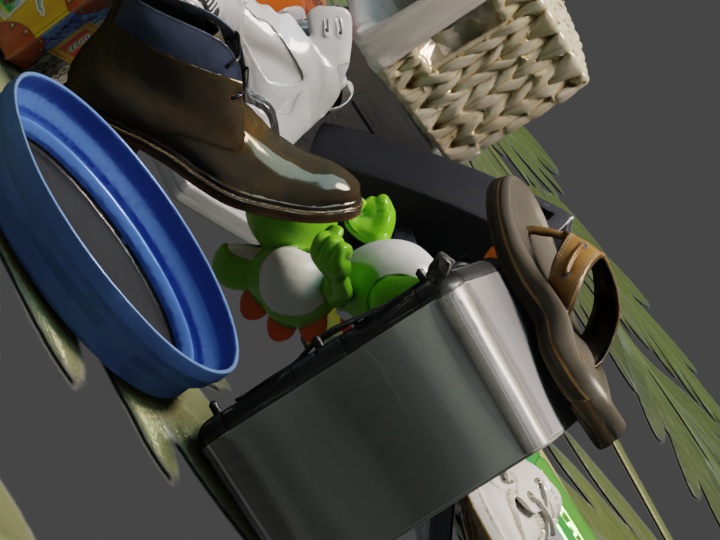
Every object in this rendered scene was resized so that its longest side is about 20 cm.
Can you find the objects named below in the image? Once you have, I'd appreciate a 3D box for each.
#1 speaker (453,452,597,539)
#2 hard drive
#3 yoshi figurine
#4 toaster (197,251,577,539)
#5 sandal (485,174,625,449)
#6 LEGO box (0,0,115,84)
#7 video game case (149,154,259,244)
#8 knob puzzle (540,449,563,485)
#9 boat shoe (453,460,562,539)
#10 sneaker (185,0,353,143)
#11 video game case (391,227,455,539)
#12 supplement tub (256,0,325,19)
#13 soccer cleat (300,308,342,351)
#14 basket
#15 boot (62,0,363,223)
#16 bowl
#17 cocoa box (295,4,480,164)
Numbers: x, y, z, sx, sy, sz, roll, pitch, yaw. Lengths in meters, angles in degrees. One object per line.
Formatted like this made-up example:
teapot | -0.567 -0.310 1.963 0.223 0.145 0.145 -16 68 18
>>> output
speaker | 0.128 0.204 1.782 0.201 0.088 0.088 57 12 8
hard drive | 0.046 -0.014 1.790 0.199 0.136 0.042 22 36 22
yoshi figurine | -0.001 -0.014 1.609 0.112 0.199 0.113 -65 150 -28
toaster | 0.019 0.081 1.448 0.119 0.180 0.200 58 11 4
sandal | 0.123 0.017 1.482 0.082 0.054 0.201 52 13 -38
LEGO box | -0.203 -0.213 1.612 0.201 0.077 0.149 60 12 19
video game case | -0.132 -0.112 1.766 0.201 0.018 0.143 61 14 25
knob puzzle | 0.109 0.145 1.992 0.220 0.030 0.220 52 12 -16
boat shoe | 0.097 0.152 1.659 0.200 0.069 0.071 -113 -166 -62
sneaker | -0.078 -0.170 1.727 0.075 0.115 0.201 9 -51 57
video game case | 0.039 0.084 1.713 0.200 0.019 0.144 -107 -162 -56
supplement tub | -0.105 -0.226 1.851 0.123 0.122 0.200 45 4 -40
soccer cleat | 0.002 0.041 1.716 0.065 0.084 0.200 46 14 -21
basket | 0.077 -0.180 1.859 0.124 0.135 0.200 56 11 -20
boot | -0.078 -0.098 1.539 0.199 0.097 0.075 18 23 -15
bowl | -0.142 -0.016 1.419 0.201 0.039 0.201 52 12 -16
cocoa box | -0.012 -0.108 1.949 0.134 0.131 0.200 57 12 5
